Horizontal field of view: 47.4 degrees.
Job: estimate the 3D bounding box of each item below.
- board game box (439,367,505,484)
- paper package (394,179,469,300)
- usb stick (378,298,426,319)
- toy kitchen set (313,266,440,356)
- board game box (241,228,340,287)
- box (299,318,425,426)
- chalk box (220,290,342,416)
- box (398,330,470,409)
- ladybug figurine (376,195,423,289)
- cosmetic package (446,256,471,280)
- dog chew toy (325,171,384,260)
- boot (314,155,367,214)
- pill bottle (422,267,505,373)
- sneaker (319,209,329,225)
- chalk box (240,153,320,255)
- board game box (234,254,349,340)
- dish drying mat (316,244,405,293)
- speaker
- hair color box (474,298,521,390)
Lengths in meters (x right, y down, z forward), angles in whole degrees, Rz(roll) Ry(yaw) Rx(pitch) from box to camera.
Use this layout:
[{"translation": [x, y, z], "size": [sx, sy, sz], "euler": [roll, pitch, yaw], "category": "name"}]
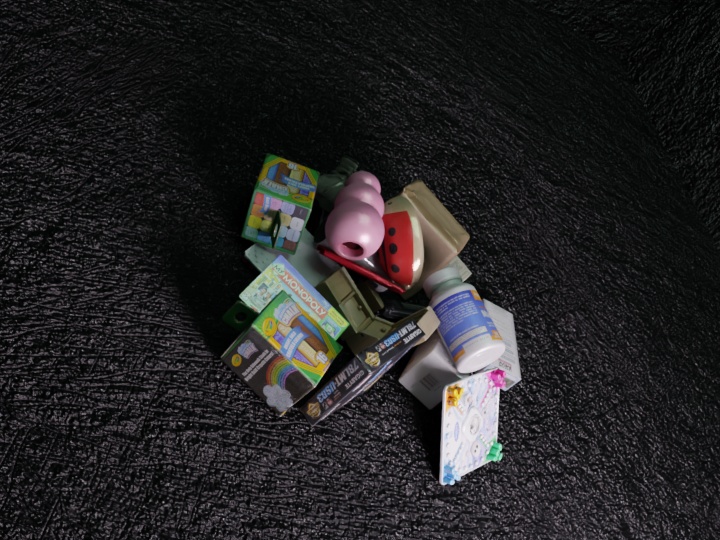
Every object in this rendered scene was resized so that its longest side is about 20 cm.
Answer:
[{"translation": [0.233, 0.316, 1.673], "size": [0.199, 0.026, 0.203], "euler": [-9, 103, -48], "category": "board game box"}, {"translation": [0.120, -0.069, 1.882], "size": [0.191, 0.200, 0.103], "euler": [48, 37, 4], "category": "paper package"}, {"translation": [0.122, 0.098, 1.865], "size": [0.198, 0.033, 0.056], "euler": [12, 28, -37], "category": "usb stick"}, {"translation": [0.048, 0.058, 1.694], "size": [0.201, 0.179, 0.163], "euler": [57, 36, -5], "category": "toy kitchen set"}, {"translation": [-0.129, 0.002, 1.723], "size": [0.200, 0.026, 0.200], "euler": [47, 38, 0], "category": "board game box"}, {"translation": [0.005, 0.191, 1.539], "size": [0.050, 0.200, 0.198], "euler": [49, 36, 9], "category": "box"}, {"translation": [-0.158, 0.134, 1.484], "size": [0.200, 0.125, 0.124], "euler": [45, 37, -3], "category": "chalk box"}, {"translation": [0.183, 0.182, 1.776], "size": [0.097, 0.124, 0.200], "euler": [41, 38, -3], "category": "box"}, {"translation": [0.078, -0.059, 1.754], "size": [0.071, 0.136, 0.203], "euler": [-5, 78, -27], "category": "ladybug figurine"}, {"translation": [0.168, -0.033, 2.000], "size": [0.201, 0.071, 0.105], "euler": [51, 38, 6], "category": "cosmetic package"}, {"translation": [-0.005, -0.123, 1.708], "size": [0.124, 0.124, 0.202], "euler": [26, 53, -23], "category": "dog chew toy"}, {"translation": [-0.069, -0.207, 1.850], "size": [0.199, 0.131, 0.068], "euler": [37, -2, 22], "category": "boot"}, {"translation": [0.206, 0.097, 1.681], "size": [0.111, 0.112, 0.202], "euler": [1, 54, -43], "category": "pill bottle"}, {"translation": [-0.038, -0.136, 1.874], "size": [0.070, 0.099, 0.202], "euler": [24, 45, -28], "category": "sneaker"}, {"translation": [-0.167, -0.125, 1.683], "size": [0.122, 0.126, 0.201], "euler": [19, 34, -7], "category": "chalk box"}, {"translation": [-0.132, 0.083, 1.613], "size": [0.200, 0.029, 0.135], "euler": [44, 56, -3], "category": "board game box"}, {"translation": [0.000, 0.000, 1.742], "size": [0.198, 0.018, 0.077], "euler": [28, -1, -18], "category": "dish drying mat"}, {"translation": [-0.008, -0.039, 1.807], "size": [0.199, 0.081, 0.082], "euler": [38, 37, -27], "category": "speaker"}, {"translation": [0.322, 0.176, 1.968], "size": [0.098, 0.061, 0.202], "euler": [27, 41, -23], "category": "hair color box"}]
